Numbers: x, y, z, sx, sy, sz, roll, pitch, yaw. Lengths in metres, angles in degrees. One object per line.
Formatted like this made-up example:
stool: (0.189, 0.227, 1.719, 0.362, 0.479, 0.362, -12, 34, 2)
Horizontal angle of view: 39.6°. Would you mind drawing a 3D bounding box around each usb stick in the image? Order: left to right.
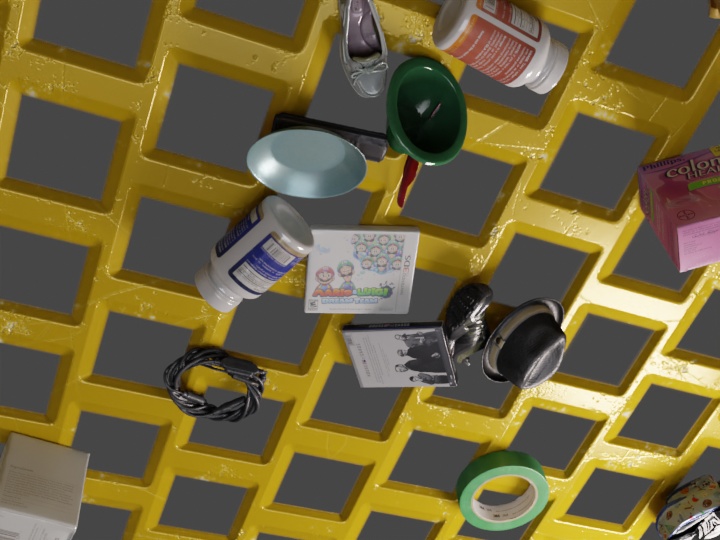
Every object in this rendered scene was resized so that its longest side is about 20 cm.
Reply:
usb stick: (-0.049, -0.220, 1.657, 0.198, 0.033, 0.056, 10, 130, -14)

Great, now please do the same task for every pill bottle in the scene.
pill bottle: (-0.187, -0.023, 1.721, 0.200, 0.120, 0.120, -39, 121, 19)
pill bottle: (0.220, -0.355, 1.551, 0.199, 0.113, 0.113, 24, 119, -22)

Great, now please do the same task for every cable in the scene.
cable: (-0.285, 0.223, 1.928, 0.198, 0.051, 0.164, 13, 127, -19)

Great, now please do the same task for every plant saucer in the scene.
plant saucer: (-0.087, -0.186, 1.641, 0.198, 0.039, 0.202, 2, 152, 1)

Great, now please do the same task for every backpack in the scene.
backpack: (0.759, 0.566, 2.235, 0.189, 0.154, 0.201, -29, 118, 3)

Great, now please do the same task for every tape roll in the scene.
tape roll: (0.309, 0.481, 2.178, 0.198, 0.048, 0.202, -4, 125, -5)

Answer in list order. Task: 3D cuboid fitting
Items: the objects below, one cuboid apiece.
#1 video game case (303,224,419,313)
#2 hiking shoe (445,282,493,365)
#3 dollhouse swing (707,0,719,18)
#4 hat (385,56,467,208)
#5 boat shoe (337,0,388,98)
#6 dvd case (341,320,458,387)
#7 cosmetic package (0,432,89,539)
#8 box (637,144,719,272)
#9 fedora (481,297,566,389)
video game case: (0.000, 0.000, 1.820, 0.198, 0.024, 0.184, 1, 124, -8)
hiking shoe: (0.212, 0.101, 1.898, 0.100, 0.076, 0.201, 10, 132, -24)
dollhouse swing: (0.616, -0.466, 1.489, 0.180, 0.176, 0.202, -3, 124, -6)
hat: (0.063, -0.232, 1.659, 0.164, 0.202, 0.175, 13, 166, -32)
boat shoe: (0.004, -0.355, 1.550, 0.074, 0.065, 0.204, -8, 125, -2)
dvd case: (0.076, 0.162, 1.903, 0.198, 0.025, 0.151, -2, 127, 20)
cosmetic package: (-0.640, 0.458, 1.942, 0.165, 0.201, 0.168, 19, 120, -19)
box: (0.594, -0.112, 1.714, 0.174, 0.201, 0.097, -15, 125, 3)
fedora: (0.327, 0.153, 1.894, 0.199, 0.092, 0.202, -19, 134, -21)
